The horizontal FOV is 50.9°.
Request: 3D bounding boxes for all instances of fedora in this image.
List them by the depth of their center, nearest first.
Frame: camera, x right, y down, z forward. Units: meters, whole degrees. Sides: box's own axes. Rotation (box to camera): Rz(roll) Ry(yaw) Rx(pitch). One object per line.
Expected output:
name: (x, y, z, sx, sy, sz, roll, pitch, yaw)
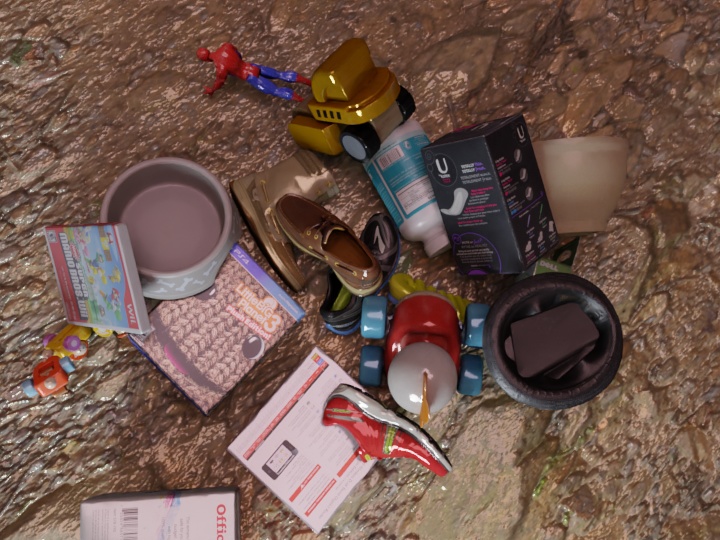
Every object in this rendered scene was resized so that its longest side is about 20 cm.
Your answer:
fedora: (0.256, 0.100, 1.047, 0.198, 0.092, 0.203, 1, 79, -6)

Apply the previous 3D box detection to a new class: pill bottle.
pill bottle: (0.088, -0.123, 1.176, 0.110, 0.111, 0.201, -27, 82, -11)

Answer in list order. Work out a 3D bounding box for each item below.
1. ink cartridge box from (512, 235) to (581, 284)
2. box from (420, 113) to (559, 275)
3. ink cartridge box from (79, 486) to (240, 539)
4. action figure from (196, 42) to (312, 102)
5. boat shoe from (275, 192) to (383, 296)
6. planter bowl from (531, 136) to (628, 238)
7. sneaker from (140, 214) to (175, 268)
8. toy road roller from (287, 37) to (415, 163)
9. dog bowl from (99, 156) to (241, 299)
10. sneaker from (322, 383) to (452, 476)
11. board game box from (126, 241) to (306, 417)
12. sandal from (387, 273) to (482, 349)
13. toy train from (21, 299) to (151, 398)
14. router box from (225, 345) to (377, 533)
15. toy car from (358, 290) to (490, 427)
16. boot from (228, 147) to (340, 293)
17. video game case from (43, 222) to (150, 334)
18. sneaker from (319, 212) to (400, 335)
ink cartridge box: (0.270, 0.040, 1.162, 0.059, 0.104, 0.202, 19, 77, -2)
box: (0.187, -0.106, 1.088, 0.106, 0.122, 0.202, -33, 110, -39)
ink cartridge box: (-0.258, 0.370, 1.013, 0.198, 0.145, 0.147, -1, 77, -6)
action figure: (-0.174, -0.303, 1.218, 0.198, 0.099, 0.066, 19, 73, -25)
boat shoe: (-0.044, -0.050, 1.085, 0.200, 0.068, 0.072, 42, 70, 17)
planter bowl: (0.312, -0.119, 1.164, 0.198, 0.200, 0.136, -4, 89, -7)
sneaker: (-0.273, -0.061, 1.119, 0.078, 0.089, 0.201, 14, 54, -2)
toy road roller: (-0.028, -0.260, 1.113, 0.199, 0.147, 0.123, 18, 58, 44)
dog bowl: (-0.263, -0.065, 1.039, 0.198, 0.059, 0.202, 3, 70, -8)
sneaker: (0.035, 0.239, 1.069, 0.199, 0.077, 0.085, 31, 87, 7)
board game box: (-0.206, 0.083, 1.092, 0.159, 0.097, 0.200, 44, 73, -1)
sandal: (0.120, 0.079, 1.163, 0.199, 0.080, 0.088, 25, 113, -8)
toy train: (-0.379, 0.109, 1.073, 0.199, 0.150, 0.056, -35, 120, -16)
router box: (-0.065, 0.245, 1.110, 0.179, 0.049, 0.200, 42, 77, 4)
toy car: (0.085, 0.148, 1.048, 0.182, 0.178, 0.201, 5, 33, 3)
boot: (-0.093, -0.082, 1.169, 0.155, 0.073, 0.201, -28, 78, -12)
video game case: (-0.356, 0.008, 1.015, 0.017, 0.199, 0.145, -22, 107, -45)
sneaker: (0.000, 0.000, 1.148, 0.070, 0.083, 0.201, 18, 74, 32)
